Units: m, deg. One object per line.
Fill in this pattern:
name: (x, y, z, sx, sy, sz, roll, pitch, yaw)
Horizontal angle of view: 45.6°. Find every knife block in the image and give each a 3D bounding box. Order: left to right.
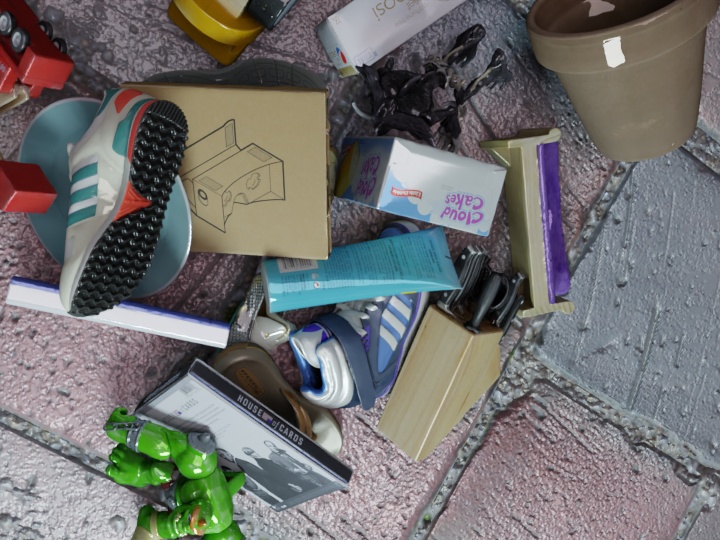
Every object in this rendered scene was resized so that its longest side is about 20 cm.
knife block: (0.094, 0.078, 0.903, 0.200, 0.064, 0.177, -42, 144, -22)

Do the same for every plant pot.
plant pot: (0.293, -0.223, 0.928, 0.198, 0.200, 0.177, -31, 123, -9)

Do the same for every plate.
plate: (-0.243, -0.068, 0.825, 0.196, 0.026, 0.205, 10, 117, 19)

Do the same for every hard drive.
hard drive: (-0.233, 0.041, 0.831, 0.196, 0.132, 0.026, 14, 84, -16)

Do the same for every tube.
tube: (0.000, 0.000, 0.860, 0.195, 0.051, 0.079, -9, 63, -11)

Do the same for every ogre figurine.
ogre figurine: (-0.186, 0.235, 0.883, 0.117, 0.098, 0.205, -9, 87, 20)

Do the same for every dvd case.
dvd case: (-0.123, 0.176, 0.879, 0.199, 0.150, 0.025, 39, 50, -16)

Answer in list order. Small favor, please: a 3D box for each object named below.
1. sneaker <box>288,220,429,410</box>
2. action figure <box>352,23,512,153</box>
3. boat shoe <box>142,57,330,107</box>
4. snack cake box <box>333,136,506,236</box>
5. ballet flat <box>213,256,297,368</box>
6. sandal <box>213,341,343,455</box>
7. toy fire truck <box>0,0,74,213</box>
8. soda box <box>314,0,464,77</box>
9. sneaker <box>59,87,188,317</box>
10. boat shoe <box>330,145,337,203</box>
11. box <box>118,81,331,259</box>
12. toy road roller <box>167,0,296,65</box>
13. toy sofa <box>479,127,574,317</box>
sneaker: (-0.006, 0.046, 0.893, 0.145, 0.080, 0.205, 1, 104, -48)
action figure: (0.067, -0.172, 0.876, 0.199, 0.103, 0.119, -34, 67, -30)
boat shoe: (-0.130, -0.169, 0.875, 0.197, 0.065, 0.076, -9, 88, -19)
snack cake box: (0.050, -0.087, 0.856, 0.113, 0.200, 0.069, 14, 94, -16)
ballet flat: (-0.090, 0.033, 0.896, 0.071, 0.072, 0.204, 23, 89, -16)
sandal: (-0.085, 0.155, 0.904, 0.079, 0.054, 0.201, -33, 127, 4)
toy fire truck: (-0.329, -0.167, 0.785, 0.200, 0.048, 0.142, 48, 113, 22)
soda box: (0.052, -0.284, 0.900, 0.198, 0.068, 0.064, -35, 105, -9)
sneaker: (-0.222, -0.063, 0.747, 0.070, 0.092, 0.203, 9, 106, -56)
boat shoe: (-0.117, -0.100, 0.875, 0.195, 0.073, 0.064, 0, 95, -15)
box: (-0.125, -0.093, 0.813, 0.195, 0.021, 0.167, 4, 116, 8)
toy road roller: (-0.110, -0.298, 0.842, 0.122, 0.146, 0.202, 39, 50, -10)
toy sofa: (0.201, -0.056, 0.962, 0.095, 0.083, 0.205, -9, 99, -12)
